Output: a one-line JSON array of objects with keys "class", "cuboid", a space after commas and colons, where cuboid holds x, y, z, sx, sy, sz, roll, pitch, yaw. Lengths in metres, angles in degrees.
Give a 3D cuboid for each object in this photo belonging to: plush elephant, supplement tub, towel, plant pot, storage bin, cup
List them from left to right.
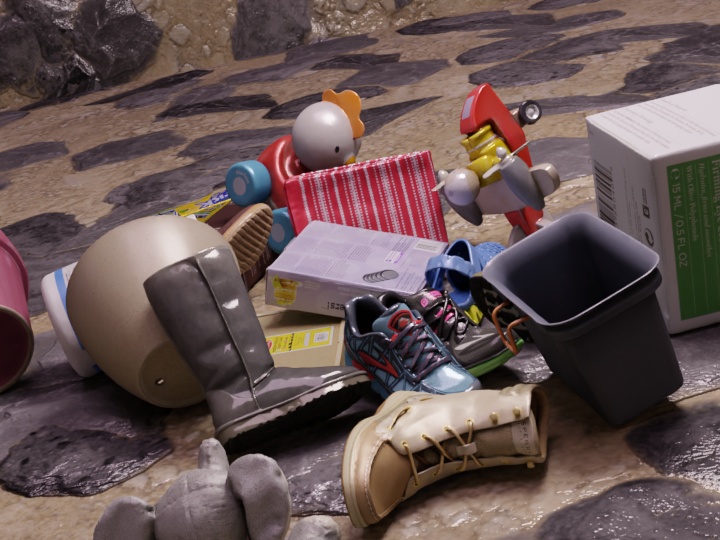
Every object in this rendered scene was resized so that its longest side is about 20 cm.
[{"class": "plant pot", "cuboid": [-0.482, 0.056, 1.625, 0.198, 0.202, 0.179, -20, 36, -23]}, {"class": "supplement tub", "cuboid": [-0.263, 0.030, 1.592, 0.198, 0.133, 0.132, -23, 20, -7]}, {"class": "cup", "cuboid": [-0.208, 0.064, 1.459, 0.198, 0.202, 0.144, -16, 42, -13]}, {"class": "plush elephant", "cuboid": [-0.107, 0.203, 1.011, 0.163, 0.157, 0.200, -10, 18, 4]}, {"class": "towel", "cuboid": [0.008, -0.068, 1.737, 0.197, 0.146, 0.022, -12, -3, -2]}, {"class": "storage bin", "cuboid": [0.210, 0.054, 1.270, 0.145, 0.135, 0.200, -30, 20, -5]}]

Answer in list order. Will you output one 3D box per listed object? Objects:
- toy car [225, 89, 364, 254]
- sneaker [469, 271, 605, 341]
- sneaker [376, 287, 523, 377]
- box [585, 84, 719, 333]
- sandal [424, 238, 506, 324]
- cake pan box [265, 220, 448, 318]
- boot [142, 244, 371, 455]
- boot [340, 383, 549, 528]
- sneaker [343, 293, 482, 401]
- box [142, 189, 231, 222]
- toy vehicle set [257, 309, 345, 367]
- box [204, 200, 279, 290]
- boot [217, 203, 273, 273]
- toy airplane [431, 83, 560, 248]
[{"class": "toy car", "cuboid": [-0.045, -0.146, 1.808, 0.183, 0.201, 0.177, -15, 58, -48]}, {"class": "sneaker", "cuboid": [0.213, 0.025, 1.442, 0.198, 0.078, 0.089, 9, 37, 29]}, {"class": "sneaker", "cuboid": [0.081, 0.063, 1.408, 0.199, 0.085, 0.076, 8, 27, 44]}, {"class": "box", "cuboid": [0.361, -0.070, 1.447, 0.169, 0.201, 0.200, -14, 21, -7]}, {"class": "sandal", "cuboid": [0.126, 0.002, 1.555, 0.079, 0.088, 0.200, -5, 18, 24]}, {"class": "cake pan box", "cuboid": [0.000, 0.000, 1.613, 0.182, 0.053, 0.200, 11, 22, 11]}, {"class": "boot", "cuboid": [-0.104, 0.066, 1.356, 0.180, 0.073, 0.201, -16, 62, -18]}, {"class": "boot", "cuboid": [0.078, 0.155, 1.167, 0.154, 0.074, 0.200, -6, 14, 23]}, {"class": "sneaker", "cuboid": [0.042, 0.084, 1.335, 0.079, 0.096, 0.199, -29, 34, -29]}, {"class": "box", "cuboid": [-0.222, -0.068, 1.977, 0.198, 0.071, 0.064, -21, 21, -26]}, {"class": "toy vehicle set", "cuboid": [-0.075, 0.089, 1.513, 0.123, 0.027, 0.200, -9, 19, 6]}, {"class": "box", "cuboid": [-0.167, -0.038, 1.859, 0.099, 0.076, 0.200, -4, 19, 20]}, {"class": "boot", "cuboid": [-0.223, -0.033, 1.735, 0.166, 0.072, 0.201, 31, 77, 37]}, {"class": "toy airplane", "cuboid": [0.168, -0.101, 1.659, 0.140, 0.201, 0.200, -15, 47, -23]}]
